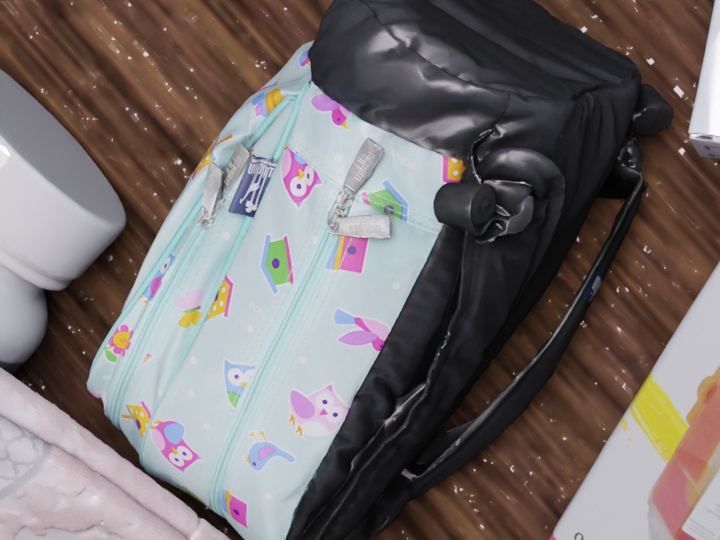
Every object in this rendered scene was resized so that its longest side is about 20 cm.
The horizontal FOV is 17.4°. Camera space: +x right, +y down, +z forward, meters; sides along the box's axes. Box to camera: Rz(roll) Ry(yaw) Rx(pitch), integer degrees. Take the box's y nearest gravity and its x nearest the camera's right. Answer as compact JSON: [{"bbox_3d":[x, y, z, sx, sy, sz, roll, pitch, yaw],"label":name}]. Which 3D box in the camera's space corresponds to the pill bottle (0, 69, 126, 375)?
[{"bbox_3d":[-0.187,0.018,0.855,0.200,0.114,0.114,-44,81,9],"label":"pill bottle"}]

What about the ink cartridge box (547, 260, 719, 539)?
[{"bbox_3d":[0.153,0.072,0.746,0.145,0.083,0.200,35,130,12],"label":"ink cartridge box"}]

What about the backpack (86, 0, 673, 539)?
[{"bbox_3d":[0.000,0.000,0.803,0.126,0.167,0.200,38,111,19],"label":"backpack"}]

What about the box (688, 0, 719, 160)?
[{"bbox_3d":[0.224,-0.107,0.772,0.199,0.097,0.177,11,92,12],"label":"box"}]

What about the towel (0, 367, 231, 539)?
[{"bbox_3d":[-0.147,0.119,0.810,0.200,0.032,0.191,-30,126,27],"label":"towel"}]
